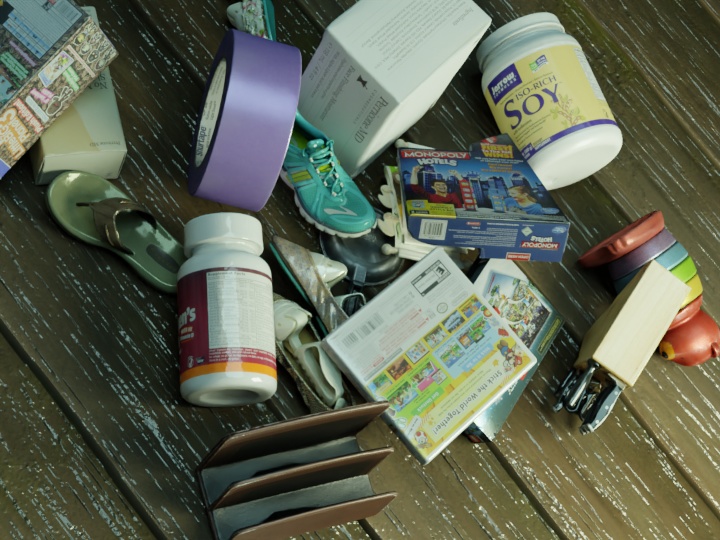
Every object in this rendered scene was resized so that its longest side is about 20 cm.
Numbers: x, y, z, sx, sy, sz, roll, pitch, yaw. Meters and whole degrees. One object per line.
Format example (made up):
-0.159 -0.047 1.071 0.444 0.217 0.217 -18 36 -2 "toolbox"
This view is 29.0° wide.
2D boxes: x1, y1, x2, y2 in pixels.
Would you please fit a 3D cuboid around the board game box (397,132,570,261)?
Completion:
0.144 -0.098 1.739 0.198 0.062 0.201 3 36 -6 "board game box"

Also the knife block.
0.317 0.104 1.708 0.064 0.201 0.176 35 28 -2 "knife block"

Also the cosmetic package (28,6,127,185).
-0.348 -0.208 1.644 0.104 0.071 0.202 -8 69 -24 "cosmetic package"

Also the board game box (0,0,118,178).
-0.402 -0.236 1.555 0.159 0.097 0.200 42 84 19 "board game box"

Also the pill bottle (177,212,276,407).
-0.152 0.045 1.569 0.108 0.110 0.202 3 70 -21 "pill bottle"

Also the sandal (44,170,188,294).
-0.269 -0.051 1.604 0.200 0.057 0.080 34 63 -9 "sandal"

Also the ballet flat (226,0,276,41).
-0.144 -0.353 1.812 0.063 0.076 0.202 -10 61 7 "ballet flat"

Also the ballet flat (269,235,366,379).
-0.034 0.033 1.653 0.067 0.068 0.201 -31 83 0 "ballet flat"

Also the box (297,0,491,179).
0.030 -0.253 1.745 0.131 0.199 0.200 44 57 4 "box"

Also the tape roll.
-0.139 -0.176 1.639 0.084 0.200 0.202 13 61 -14 "tape roll"

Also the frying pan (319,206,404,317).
-0.013 -0.011 1.714 0.115 0.031 0.190 37 55 0 "frying pan"

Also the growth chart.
0.088 -0.086 1.775 0.143 0.018 0.202 18 52 -15 "growth chart"

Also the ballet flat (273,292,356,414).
-0.063 0.093 1.612 0.068 0.075 0.201 -28 78 -29 "ballet flat"

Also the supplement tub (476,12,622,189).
0.247 -0.224 1.852 0.144 0.146 0.202 -14 71 -27 "supplement tub"

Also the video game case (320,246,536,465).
0.081 0.095 1.608 0.200 0.023 0.182 -38 84 -29 "video game case"

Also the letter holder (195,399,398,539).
-0.059 0.221 1.511 0.198 0.142 0.101 -9 69 -26 "letter holder"

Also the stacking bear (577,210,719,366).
0.395 0.034 1.814 0.113 0.121 0.201 -31 89 -25 "stacking bear"

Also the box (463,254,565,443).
0.154 0.089 1.694 0.137 0.038 0.201 47 59 -18 "box"

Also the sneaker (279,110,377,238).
-0.054 -0.122 1.706 0.077 0.080 0.200 -33 73 -28 "sneaker"
